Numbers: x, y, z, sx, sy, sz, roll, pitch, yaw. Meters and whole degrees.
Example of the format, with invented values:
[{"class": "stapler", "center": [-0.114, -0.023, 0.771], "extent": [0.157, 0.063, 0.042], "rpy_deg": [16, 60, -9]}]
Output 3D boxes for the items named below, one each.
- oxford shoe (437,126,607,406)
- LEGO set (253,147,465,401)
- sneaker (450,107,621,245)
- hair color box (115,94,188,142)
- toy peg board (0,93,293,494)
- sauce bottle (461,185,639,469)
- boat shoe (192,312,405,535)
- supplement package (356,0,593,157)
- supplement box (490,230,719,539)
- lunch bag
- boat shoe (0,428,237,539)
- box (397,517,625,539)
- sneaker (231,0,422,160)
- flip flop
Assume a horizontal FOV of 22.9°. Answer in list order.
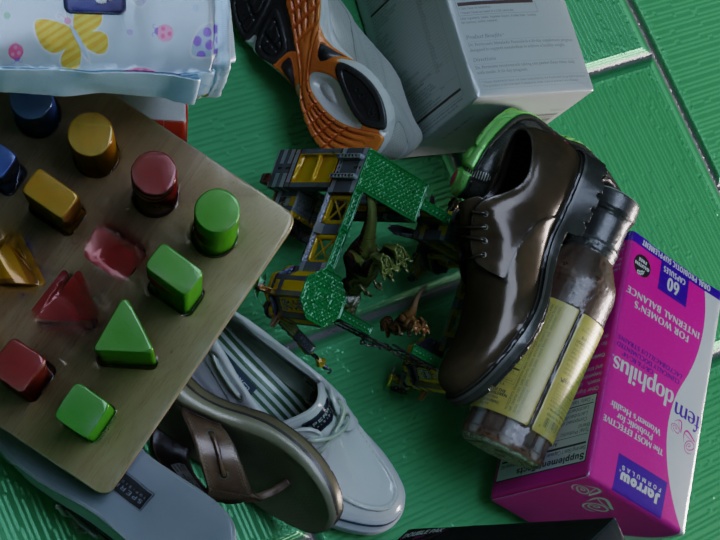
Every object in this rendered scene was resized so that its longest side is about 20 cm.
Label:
[{"class": "oxford shoe", "center": [0.087, -0.006, 1.184], "extent": [0.084, 0.073, 0.200], "rpy_deg": [31, 68, -21]}, {"class": "LEGO set", "center": [0.000, 0.000, 1.224], "extent": [0.200, 0.116, 0.154], "rpy_deg": [19, 80, -39]}, {"class": "sneaker", "center": [0.138, -0.065, 1.295], "extent": [0.084, 0.077, 0.200], "rpy_deg": [42, 22, 30]}, {"class": "hair color box", "center": [-0.207, -0.133, 1.116], "extent": [0.200, 0.064, 0.111], "rpy_deg": [1, 68, -5]}, {"class": "toy peg board", "center": [-0.171, -0.010, 1.011], "extent": [0.199, 0.098, 0.200], "rpy_deg": [34, 80, 0]}, {"class": "sauce bottle", "center": [0.136, 0.037, 1.223], "extent": [0.065, 0.065, 0.200], "rpy_deg": [31, 77, -17]}, {"class": "boat shoe", "center": [-0.042, 0.101, 1.162], "extent": [0.200, 0.067, 0.074], "rpy_deg": [38, 56, -13]}, {"class": "supplement package", "center": [0.074, -0.200, 1.330], "extent": [0.109, 0.114, 0.200], "rpy_deg": [-7, 75, -32]}, {"class": "supplement box", "center": [0.178, 0.089, 1.277], "extent": [0.101, 0.103, 0.200], "rpy_deg": [32, 58, -28]}, {"class": "lunch bag", "center": [-0.169, -0.180, 1.010], "extent": [0.169, 0.127, 0.200], "rpy_deg": [0, 51, -23]}, {"class": "boat shoe", "center": [-0.154, 0.126, 1.082], "extent": [0.199, 0.068, 0.074], "rpy_deg": [33, 65, 13]}, {"class": "box", "center": [0.071, 0.243, 1.080], "extent": [0.149, 0.200, 0.124], "rpy_deg": [-36, 103, -37]}, {"class": "sneaker", "center": [-0.023, -0.157, 1.291], "extent": [0.092, 0.076, 0.200], "rpy_deg": [11, 49, -61]}, {"class": "flip flop", "center": [-0.102, 0.109, 1.114], "extent": [0.200, 0.081, 0.058], "rpy_deg": [36, 51, -10]}]
